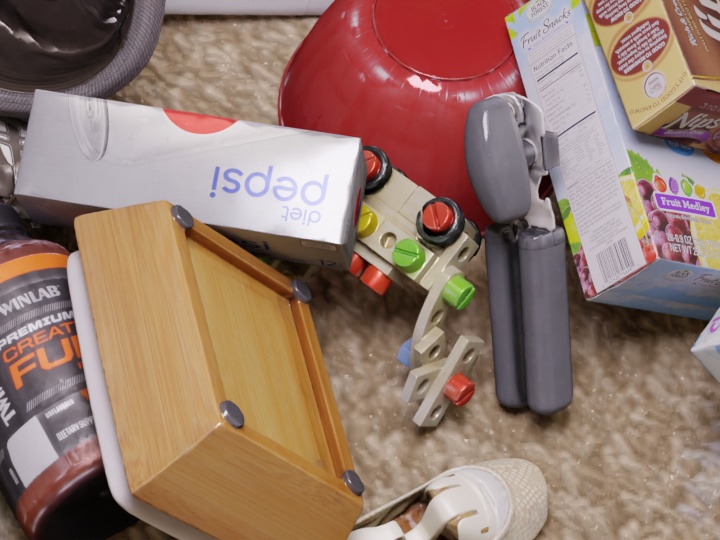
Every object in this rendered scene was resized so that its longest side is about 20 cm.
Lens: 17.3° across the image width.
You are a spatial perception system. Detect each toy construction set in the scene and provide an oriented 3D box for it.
[{"bbox_3d":[0.000,0.000,1.449,0.200,0.092,0.131,37,88,14],"label":"toy construction set"}]

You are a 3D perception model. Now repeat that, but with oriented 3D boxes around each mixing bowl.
[{"bbox_3d":[0.049,-0.131,1.538,0.199,0.109,0.201,4,58,-6],"label":"mixing bowl"}]

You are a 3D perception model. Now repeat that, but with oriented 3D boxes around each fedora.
[{"bbox_3d":[-0.213,-0.189,1.458,0.199,0.178,0.090,22,15,-5],"label":"fedora"}]

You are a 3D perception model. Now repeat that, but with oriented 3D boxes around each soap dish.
[{"bbox_3d":[-0.080,0.064,1.331,0.081,0.157,0.201,-36,46,21],"label":"soap dish"}]

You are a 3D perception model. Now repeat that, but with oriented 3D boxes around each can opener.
[{"bbox_3d":[0.087,-0.008,1.422,0.067,0.201,0.053,-18,20,-42],"label":"can opener"}]

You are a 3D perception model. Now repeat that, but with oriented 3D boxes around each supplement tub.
[{"bbox_3d":[-0.191,0.057,1.392,0.107,0.107,0.200,-24,64,-20],"label":"supplement tub"}]

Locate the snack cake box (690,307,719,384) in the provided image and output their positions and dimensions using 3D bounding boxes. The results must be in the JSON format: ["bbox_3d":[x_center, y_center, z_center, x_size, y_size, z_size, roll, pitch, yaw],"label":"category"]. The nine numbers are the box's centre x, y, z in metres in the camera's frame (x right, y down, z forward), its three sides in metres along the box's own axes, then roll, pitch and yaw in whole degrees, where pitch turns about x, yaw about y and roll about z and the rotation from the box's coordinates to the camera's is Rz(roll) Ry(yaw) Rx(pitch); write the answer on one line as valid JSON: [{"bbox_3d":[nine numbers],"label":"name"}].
[{"bbox_3d":[0.304,0.074,1.416,0.200,0.067,0.115,47,61,-12],"label":"snack cake box"}]

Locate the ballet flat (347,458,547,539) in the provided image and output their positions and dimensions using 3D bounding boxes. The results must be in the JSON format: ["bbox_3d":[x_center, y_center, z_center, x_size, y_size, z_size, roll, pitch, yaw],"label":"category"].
[{"bbox_3d":[0.034,0.159,1.383,0.199,0.062,0.068,-27,66,-22],"label":"ballet flat"}]

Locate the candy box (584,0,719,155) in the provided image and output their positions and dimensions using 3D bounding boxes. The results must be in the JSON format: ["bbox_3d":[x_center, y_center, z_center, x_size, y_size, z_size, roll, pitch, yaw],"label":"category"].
[{"bbox_3d":[0.188,-0.172,1.454,0.116,0.056,0.201,11,51,-45],"label":"candy box"}]

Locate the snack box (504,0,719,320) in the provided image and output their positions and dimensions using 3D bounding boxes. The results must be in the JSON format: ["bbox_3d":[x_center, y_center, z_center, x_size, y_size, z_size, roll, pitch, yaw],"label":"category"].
[{"bbox_3d":[0.189,-0.074,1.484,0.168,0.068,0.201,8,58,-45],"label":"snack box"}]

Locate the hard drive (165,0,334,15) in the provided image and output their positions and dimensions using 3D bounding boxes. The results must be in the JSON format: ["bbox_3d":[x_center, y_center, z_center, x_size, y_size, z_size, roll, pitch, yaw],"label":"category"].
[{"bbox_3d":[-0.106,-0.225,1.549,0.199,0.132,0.026,-2,45,-16],"label":"hard drive"}]

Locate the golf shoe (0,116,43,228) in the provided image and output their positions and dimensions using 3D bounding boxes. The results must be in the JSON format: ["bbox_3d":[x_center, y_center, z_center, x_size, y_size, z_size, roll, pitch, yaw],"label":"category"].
[{"bbox_3d":[-0.199,-0.050,1.480,0.199,0.078,0.095,29,63,26],"label":"golf shoe"}]

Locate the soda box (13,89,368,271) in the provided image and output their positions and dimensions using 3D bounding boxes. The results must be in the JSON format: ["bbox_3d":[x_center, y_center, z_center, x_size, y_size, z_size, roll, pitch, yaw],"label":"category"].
[{"bbox_3d":[-0.098,-0.053,1.397,0.199,0.063,0.069,9,77,7],"label":"soda box"}]
